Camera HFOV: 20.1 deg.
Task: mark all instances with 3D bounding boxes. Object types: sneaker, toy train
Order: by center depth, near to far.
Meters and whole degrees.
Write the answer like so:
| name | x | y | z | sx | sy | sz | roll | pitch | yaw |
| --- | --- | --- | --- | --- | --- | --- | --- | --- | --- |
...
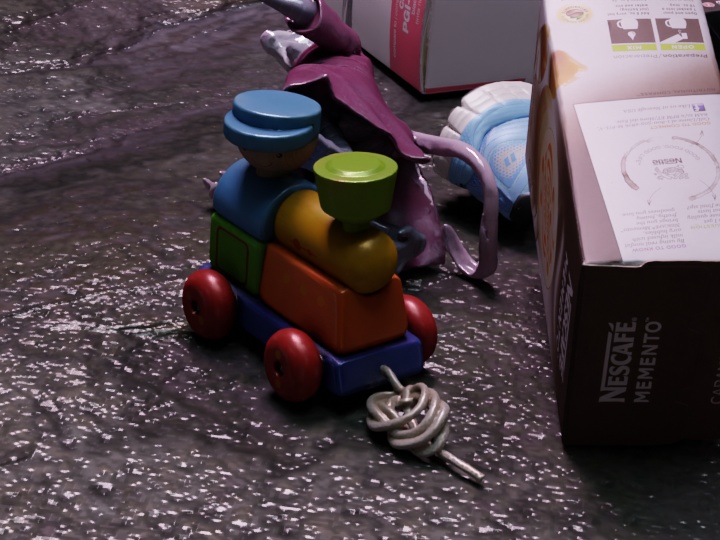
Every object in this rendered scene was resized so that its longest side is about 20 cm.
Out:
| name | x | y | z | sx | sy | sz | roll | pitch | yaw |
| --- | --- | --- | --- | --- | --- | --- | --- | --- | --- |
| toy train | 0.000 | 0.000 | 0.923 | 0.084 | 0.116 | 0.200 | -16 | 32 | -34 |
| sneaker | 0.138 | -0.063 | 1.150 | 0.199 | 0.079 | 0.090 | -18 | 52 | -31 |

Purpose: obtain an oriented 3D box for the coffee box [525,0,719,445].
| name | x | y | z | sx | sy | sz | roll | pitch | yaw |
| --- | --- | --- | --- | --- | --- | --- | --- | --- | --- |
| coffee box | 0.126 | -0.031 | 0.943 | 0.079 | 0.115 | 0.201 | -1 | 43 | -1 |

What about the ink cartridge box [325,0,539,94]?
| name | x | y | z | sx | sy | sz | roll | pitch | yaw |
| --- | --- | --- | --- | --- | --- | --- | --- | --- | --- |
| ink cartridge box | 0.061 | -0.195 | 1.369 | 0.146 | 0.083 | 0.200 | -9 | 29 | -24 |

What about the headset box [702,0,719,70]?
| name | x | y | z | sx | sy | sz | roll | pitch | yaw |
| --- | --- | --- | --- | --- | --- | --- | --- | --- | --- |
| headset box | 0.227 | -0.178 | 1.367 | 0.148 | 0.078 | 0.200 | -8 | 30 | -23 |

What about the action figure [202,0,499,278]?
| name | x | y | z | sx | sy | sz | roll | pitch | yaw |
| --- | --- | --- | --- | --- | --- | --- | --- | --- | --- |
| action figure | -0.008 | -0.091 | 1.089 | 0.148 | 0.135 | 0.200 | 1 | 29 | -7 |
